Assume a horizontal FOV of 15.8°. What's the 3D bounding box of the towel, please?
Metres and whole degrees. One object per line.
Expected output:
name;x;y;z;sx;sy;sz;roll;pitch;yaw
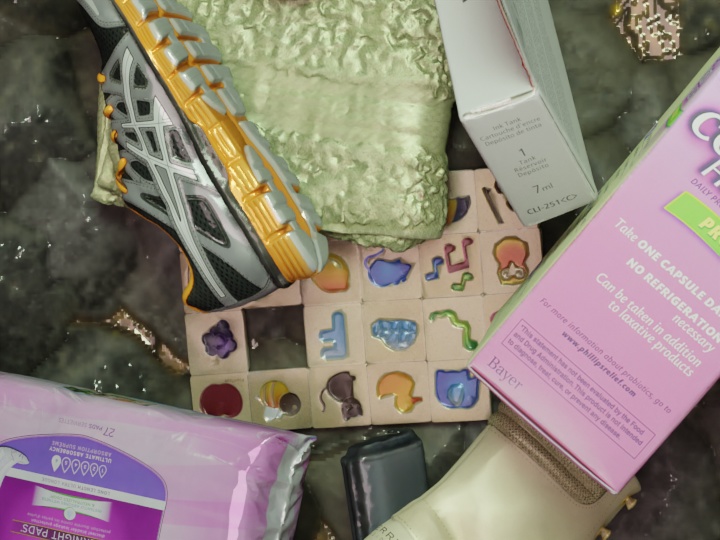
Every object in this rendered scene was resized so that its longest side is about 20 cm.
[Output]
towel;-0.043;-0.094;1.375;0.198;0.036;0.150;9;91;12

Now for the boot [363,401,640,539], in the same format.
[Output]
boot;0.096;0.169;1.353;0.156;0.073;0.200;-46;113;-11

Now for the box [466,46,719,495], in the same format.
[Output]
box;0.157;-0.009;1.274;0.097;0.176;0.200;40;99;2

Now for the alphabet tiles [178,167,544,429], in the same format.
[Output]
alphabet tiles;0.000;0.000;1.395;0.198;0.008;0.169;-4;94;11

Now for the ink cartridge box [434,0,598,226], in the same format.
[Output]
ink cartridge box;0.053;-0.151;1.242;0.044;0.176;0.201;-19;51;12

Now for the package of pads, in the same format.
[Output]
package of pads;-0.128;0.127;1.363;0.198;0.076;0.122;10;88;21

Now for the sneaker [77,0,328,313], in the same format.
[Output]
sneaker;-0.097;-0.069;1.331;0.077;0.078;0.201;-33;81;18

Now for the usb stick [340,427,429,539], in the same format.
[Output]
usb stick;0.025;0.186;1.384;0.032;0.055;0.202;-5;95;40
